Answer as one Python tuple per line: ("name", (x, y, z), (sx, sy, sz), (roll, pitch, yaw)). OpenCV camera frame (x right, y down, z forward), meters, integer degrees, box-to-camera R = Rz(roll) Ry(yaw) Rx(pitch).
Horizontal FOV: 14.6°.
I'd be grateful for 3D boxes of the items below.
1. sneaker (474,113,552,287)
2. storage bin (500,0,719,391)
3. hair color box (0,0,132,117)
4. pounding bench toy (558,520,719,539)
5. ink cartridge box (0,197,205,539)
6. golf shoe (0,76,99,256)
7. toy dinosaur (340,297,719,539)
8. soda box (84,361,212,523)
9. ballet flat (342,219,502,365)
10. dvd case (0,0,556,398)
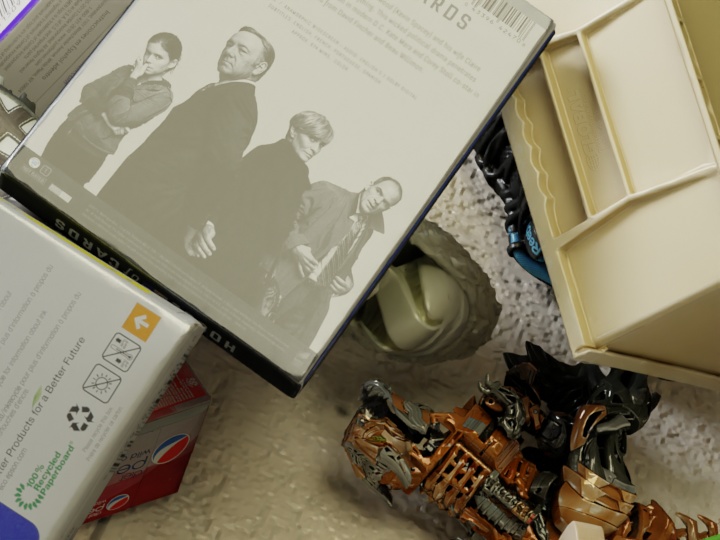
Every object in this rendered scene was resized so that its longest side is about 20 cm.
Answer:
("sneaker", (0.097, -0.046, 1.394), (0.082, 0.073, 0.200), (-26, 63, -40))
("storage bin", (0.154, -0.057, 1.267), (0.200, 0.093, 0.200), (14, 55, -54))
("hair color box", (-0.079, -0.076, 1.253), (0.200, 0.109, 0.065), (37, 16, -32))
("pounding bench toy", (0.124, 0.167, 1.169), (0.155, 0.125, 0.201), (12, 45, -14))
("ink cartridge box", (-0.197, 0.052, 1.107), (0.199, 0.198, 0.047), (32, -1, 7))
("golf shoe", (-0.154, -0.025, 1.161), (0.199, 0.078, 0.095), (16, 48, -2))
("toy dinosaur", (0.092, 0.091, 1.273), (0.200, 0.102, 0.136), (34, 54, -25))
("soda box", (-0.145, 0.012, 1.231), (0.063, 0.070, 0.200), (-16, 57, -32))
("ballet flat", (0.000, 0.000, 1.249), (0.200, 0.072, 0.072), (40, 30, -41))
("dvd case", (-0.031, -0.069, 1.160), (0.150, 0.025, 0.200), (35, 67, 2))
